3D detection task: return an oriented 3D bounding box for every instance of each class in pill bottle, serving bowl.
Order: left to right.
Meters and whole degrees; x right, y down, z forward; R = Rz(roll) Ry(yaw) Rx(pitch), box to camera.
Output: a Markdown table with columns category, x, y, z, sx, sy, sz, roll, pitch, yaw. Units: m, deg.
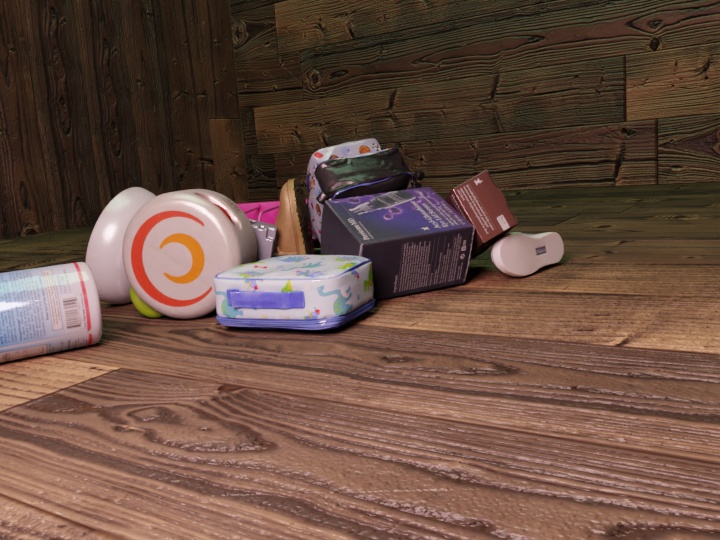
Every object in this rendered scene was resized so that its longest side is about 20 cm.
| category | x | y | z | sx | sy | sz | roll | pitch | yaw |
| --- | --- | --- | --- | --- | --- | --- | --- | --- | --- |
| pill bottle | -0.435 | 0.056 | 0.885 | 0.197 | 0.111 | 0.108 | -9 | 10 | -30 |
| serving bowl | -0.373 | -0.034 | 1.186 | 0.065 | 0.204 | 0.200 | 18 | 15 | 13 |

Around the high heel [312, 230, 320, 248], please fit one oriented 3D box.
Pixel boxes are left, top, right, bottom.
| category | x | y | z | sx | sy | sz | roll | pitch | yaw |
| --- | --- | --- | --- | --- | --- | --- | --- | --- | --- |
| high heel | -0.027 | -0.058 | 1.444 | 0.196 | 0.068 | 0.097 | 9 | 38 | -8 |

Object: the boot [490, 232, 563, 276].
| category | x | y | z | sx | sy | sz | roll | pitch | yaw |
| --- | --- | --- | --- | --- | --- | --- | --- | --- | --- |
| boot | 0.258 | -0.026 | 1.194 | 0.089 | 0.074 | 0.198 | -7 | -2 | 44 |

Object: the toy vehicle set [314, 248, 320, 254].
| category | x | y | z | sx | sy | sz | roll | pitch | yaw |
| --- | --- | --- | --- | --- | --- | --- | --- | --- | --- |
| toy vehicle set | -0.133 | -0.021 | 1.449 | 0.196 | 0.027 | 0.124 | -4 | 9 | 5 |

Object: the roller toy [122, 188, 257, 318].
| category | x | y | z | sx | sy | sz | roll | pitch | yaw |
| --- | --- | --- | --- | --- | --- | --- | --- | --- | --- |
| roller toy | -0.251 | -0.029 | 1.073 | 0.196 | 0.186 | 0.140 | -4 | 8 | 7 |

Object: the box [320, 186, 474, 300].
| category | x | y | z | sx | sy | sz | roll | pitch | yaw |
| --- | --- | --- | --- | --- | --- | --- | --- | --- | --- |
| box | 0.053 | -0.044 | 1.104 | 0.197 | 0.106 | 0.148 | -10 | 35 | -24 |

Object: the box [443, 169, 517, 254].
| category | x | y | z | sx | sy | sz | roll | pitch | yaw |
| --- | --- | --- | --- | --- | --- | --- | --- | --- | --- |
| box | 0.182 | -0.078 | 1.182 | 0.074 | 0.101 | 0.200 | -28 | -8 | -13 |

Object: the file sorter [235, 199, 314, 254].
| category | x | y | z | sx | sy | sz | roll | pitch | yaw |
| --- | --- | --- | --- | --- | --- | --- | --- | --- | --- |
| file sorter | -0.201 | -0.049 | 1.311 | 0.196 | 0.142 | 0.125 | -2 | 11 | 17 |

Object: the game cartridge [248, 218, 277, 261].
| category | x | y | z | sx | sy | sz | roll | pitch | yaw |
| --- | --- | --- | --- | --- | --- | --- | --- | --- | --- |
| game cartridge | -0.240 | -0.029 | 1.164 | 0.196 | 0.136 | 0.042 | 13 | 23 | 3 |

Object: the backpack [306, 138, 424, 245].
| category | x | y | z | sx | sy | sz | roll | pitch | yaw |
| --- | --- | --- | --- | --- | --- | --- | --- | --- | --- |
| backpack | -0.014 | -0.123 | 1.233 | 0.196 | 0.192 | 0.156 | -12 | 54 | -22 |

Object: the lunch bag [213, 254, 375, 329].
| category | x | y | z | sx | sy | sz | roll | pitch | yaw |
| --- | --- | --- | --- | --- | --- | --- | --- | --- | --- |
| lunch bag | -0.090 | 0.029 | 0.956 | 0.196 | 0.084 | 0.160 | -1 | 9 | 23 |

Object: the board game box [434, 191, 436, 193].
| category | x | y | z | sx | sy | sz | roll | pitch | yaw |
| --- | --- | --- | --- | --- | --- | --- | --- | --- | --- |
| board game box | 0.084 | -0.102 | 1.413 | 0.118 | 0.033 | 0.200 | -19 | 16 | 24 |

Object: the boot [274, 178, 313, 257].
| category | x | y | z | sx | sy | sz | roll | pitch | yaw |
| --- | --- | --- | --- | --- | --- | --- | --- | --- | --- |
| boot | -0.185 | -0.056 | 1.197 | 0.196 | 0.179 | 0.066 | -6 | 9 | 10 |
